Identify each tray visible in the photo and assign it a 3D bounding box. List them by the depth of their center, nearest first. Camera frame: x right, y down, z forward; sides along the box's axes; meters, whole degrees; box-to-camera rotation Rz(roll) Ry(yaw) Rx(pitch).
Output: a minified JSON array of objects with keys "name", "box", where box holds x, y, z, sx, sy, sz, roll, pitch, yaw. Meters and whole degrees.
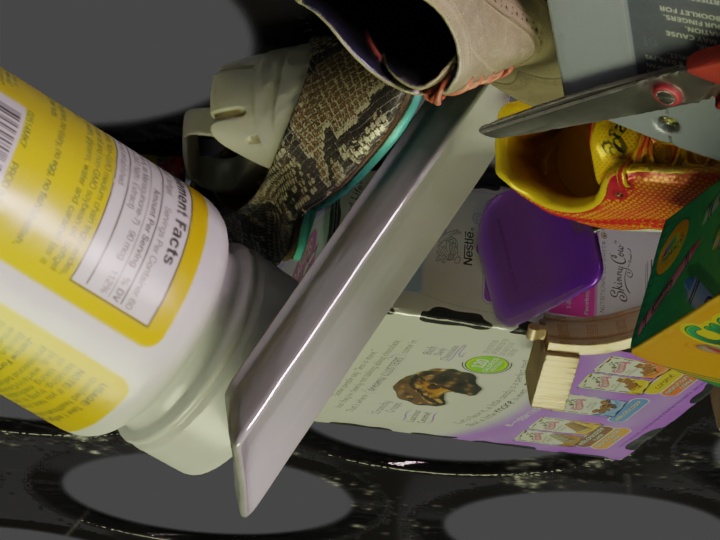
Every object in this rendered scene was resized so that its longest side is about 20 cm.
[{"name":"tray","box":[0.000,0.000,1.046,0.022,0.200,0.107,31,162,11]}]

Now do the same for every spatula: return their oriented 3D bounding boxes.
[{"name":"spatula","box":[0.133,-0.033,1.098,0.199,0.057,0.021,-21,166,25]}]

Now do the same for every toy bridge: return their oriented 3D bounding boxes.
[{"name":"toy bridge","box":[0.169,0.038,1.145,0.199,0.027,0.067,7,127,-9]}]

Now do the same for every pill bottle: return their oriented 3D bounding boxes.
[{"name":"pill bottle","box":[-0.127,-0.003,1.074,0.200,0.115,0.114,33,148,-24]}]

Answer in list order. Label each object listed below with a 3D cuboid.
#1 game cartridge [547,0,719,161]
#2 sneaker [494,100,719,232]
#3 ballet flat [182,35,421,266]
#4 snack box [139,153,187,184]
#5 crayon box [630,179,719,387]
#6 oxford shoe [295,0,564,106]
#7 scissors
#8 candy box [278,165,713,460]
[{"name":"game cartridge","box":[0.159,-0.080,0.890,0.199,0.042,0.133,13,151,21]},{"name":"sneaker","box":[0.133,-0.043,1.012,0.077,0.073,0.199,11,167,-43]},{"name":"ballet flat","box":[-0.035,-0.052,1.072,0.075,0.068,0.200,20,160,-9]},{"name":"snack box","box":[-0.150,0.002,1.240,0.141,0.053,0.200,3,159,-1]},{"name":"crayon box","box":[0.182,0.004,0.914,0.118,0.059,0.200,20,165,-6]},{"name":"oxford shoe","box":[0.029,-0.088,0.941,0.070,0.075,0.200,-12,154,35]},{"name":"scissors","box":[0.113,-0.069,0.899,0.199,0.014,0.073,4,145,35]},{"name":"candy box","box":[0.059,0.024,1.235,0.199,0.072,0.168,9,158,-14]}]
